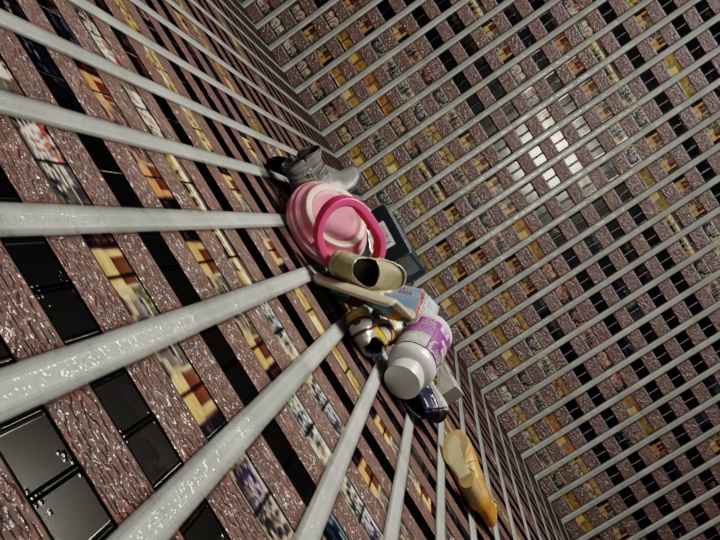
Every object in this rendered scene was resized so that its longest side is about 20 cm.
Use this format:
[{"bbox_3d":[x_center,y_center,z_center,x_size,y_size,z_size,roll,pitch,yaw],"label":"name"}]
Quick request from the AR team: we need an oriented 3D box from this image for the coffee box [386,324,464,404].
[{"bbox_3d":[0.148,0.234,1.779,0.202,0.112,0.080,63,9,32],"label":"coffee box"}]

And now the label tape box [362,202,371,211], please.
[{"bbox_3d":[-0.041,-0.142,1.961,0.142,0.065,0.200,15,-5,16],"label":"label tape box"}]

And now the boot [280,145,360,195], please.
[{"bbox_3d":[-0.083,-0.224,1.676,0.069,0.199,0.134,23,-44,41],"label":"boot"}]

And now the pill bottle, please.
[{"bbox_3d":[0.123,0.186,1.610,0.113,0.111,0.200,55,35,-12],"label":"pill bottle"}]

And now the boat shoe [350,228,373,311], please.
[{"bbox_3d":[0.000,0.000,1.688,0.069,0.069,0.204,96,-8,-74],"label":"boat shoe"}]

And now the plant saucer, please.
[{"bbox_3d":[-0.063,-0.109,1.594,0.198,0.051,0.204,19,54,-28],"label":"plant saucer"}]

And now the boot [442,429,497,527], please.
[{"bbox_3d":[0.251,0.475,1.691,0.145,0.070,0.202,61,9,-28],"label":"boot"}]

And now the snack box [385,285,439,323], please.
[{"bbox_3d":[0.095,0.082,1.870,0.166,0.069,0.200,12,-12,20],"label":"snack box"}]

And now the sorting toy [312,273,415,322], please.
[{"bbox_3d":[0.009,0.062,1.542,0.182,0.037,0.200,17,-5,20],"label":"sorting toy"}]

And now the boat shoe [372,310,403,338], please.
[{"bbox_3d":[0.024,0.088,1.727,0.065,0.072,0.202,-13,59,-46],"label":"boat shoe"}]

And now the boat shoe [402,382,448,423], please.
[{"bbox_3d":[0.114,0.252,1.662,0.092,0.075,0.201,17,27,-53],"label":"boat shoe"}]

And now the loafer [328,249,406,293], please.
[{"bbox_3d":[0.024,0.010,1.523,0.197,0.077,0.068,12,6,-39],"label":"loafer"}]

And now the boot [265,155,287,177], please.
[{"bbox_3d":[-0.158,-0.236,1.780,0.172,0.071,0.198,18,-4,-42],"label":"boot"}]

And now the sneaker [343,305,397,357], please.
[{"bbox_3d":[0.029,0.146,1.549,0.199,0.074,0.091,34,31,-57],"label":"sneaker"}]

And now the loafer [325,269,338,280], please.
[{"bbox_3d":[-0.051,-0.057,1.659,0.071,0.073,0.203,28,51,-21],"label":"loafer"}]

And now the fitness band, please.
[{"bbox_3d":[-0.023,-0.062,1.529,0.037,0.144,0.201,31,-17,51],"label":"fitness band"}]

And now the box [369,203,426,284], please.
[{"bbox_3d":[0.073,-0.054,1.876,0.150,0.106,0.200,62,8,21],"label":"box"}]
